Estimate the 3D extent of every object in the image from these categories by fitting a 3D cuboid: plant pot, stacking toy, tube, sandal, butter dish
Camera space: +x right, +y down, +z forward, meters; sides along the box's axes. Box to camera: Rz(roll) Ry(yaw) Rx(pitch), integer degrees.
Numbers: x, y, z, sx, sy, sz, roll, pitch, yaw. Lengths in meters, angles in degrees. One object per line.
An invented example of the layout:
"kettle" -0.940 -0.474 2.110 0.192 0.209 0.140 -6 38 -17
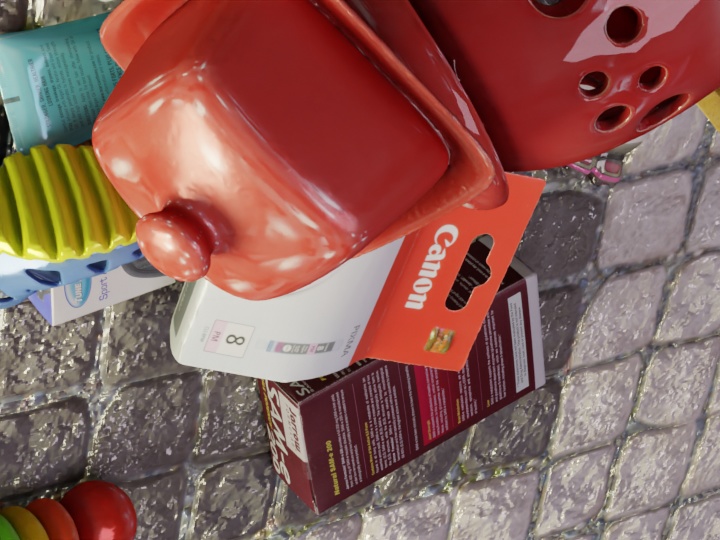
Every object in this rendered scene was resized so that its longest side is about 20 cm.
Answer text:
"plant pot" 0.087 -0.148 1.352 0.182 0.201 0.201 -32 137 -5
"stacking toy" -0.230 0.183 1.516 0.200 0.085 0.086 -17 130 -38
"tube" -0.116 -0.127 1.391 0.199 0.050 0.078 -22 101 -24
"sandal" -0.202 -0.013 1.358 0.199 0.080 0.087 -10 147 7
"butter dish" -0.064 -0.055 1.269 0.199 0.200 0.148 44 57 -13

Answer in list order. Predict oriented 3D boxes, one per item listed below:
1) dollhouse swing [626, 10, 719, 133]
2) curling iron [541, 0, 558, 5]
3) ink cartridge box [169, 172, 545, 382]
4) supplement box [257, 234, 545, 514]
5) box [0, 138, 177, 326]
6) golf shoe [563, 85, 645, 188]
"dollhouse swing" 0.253 -0.210 1.560 0.176 0.182 0.200 -37 139 10
"curling iron" 0.160 -0.169 1.598 0.025 0.050 0.200 -19 153 24
"ink cartridge box" 0.000 0.000 1.469 0.199 0.057 0.163 13 124 -15
"supplement box" 0.030 0.071 1.652 0.200 0.061 0.109 -28 134 -22
"box" -0.130 -0.045 1.448 0.200 0.041 0.119 -22 133 -29
"golf shoe" 0.123 -0.117 1.582 0.200 0.073 0.092 8 117 -52
